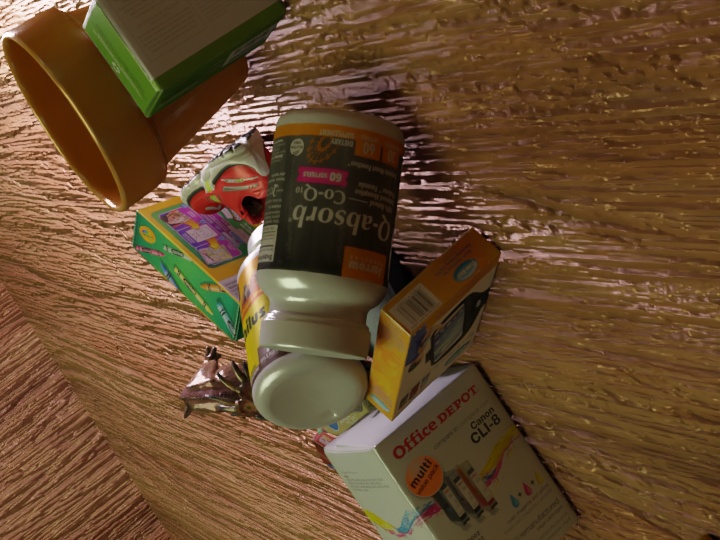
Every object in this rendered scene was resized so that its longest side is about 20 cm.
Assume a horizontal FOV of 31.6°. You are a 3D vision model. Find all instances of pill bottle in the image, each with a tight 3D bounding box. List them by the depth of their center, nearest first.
[{"bbox_3d":[-0.028,-0.029,1.089,0.116,0.116,0.202,-7,75,65],"label":"pill bottle"},{"bbox_3d":[-0.060,0.045,1.225,0.110,0.108,0.201,79,178,-47],"label":"pill bottle"}]

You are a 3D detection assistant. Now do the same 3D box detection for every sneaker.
[{"bbox_3d":[-0.138,-0.084,1.399,0.085,0.077,0.200,54,158,-3],"label":"sneaker"}]

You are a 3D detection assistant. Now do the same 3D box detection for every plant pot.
[{"bbox_3d":[-0.217,-0.191,1.249,0.200,0.183,0.201,46,161,21],"label":"plant pot"}]

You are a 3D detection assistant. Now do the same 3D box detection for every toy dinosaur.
[{"bbox_3d":[-0.149,0.134,1.435,0.199,0.136,0.086,-17,105,28],"label":"toy dinosaur"}]

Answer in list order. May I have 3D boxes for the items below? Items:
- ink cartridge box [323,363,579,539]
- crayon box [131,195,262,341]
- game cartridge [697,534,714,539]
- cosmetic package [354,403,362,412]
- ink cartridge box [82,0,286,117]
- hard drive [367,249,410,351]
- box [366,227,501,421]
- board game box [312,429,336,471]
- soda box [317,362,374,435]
[{"bbox_3d":[0.089,0.217,1.302,0.201,0.145,0.145,55,157,-6],"label":"ink cartridge box"},{"bbox_3d":[-0.158,-0.013,1.473,0.200,0.118,0.059,39,133,31],"label":"crayon box"},{"bbox_3d":[0.367,0.336,1.089,0.200,0.032,0.177,33,150,36],"label":"game cartridge"},{"bbox_3d":[-0.050,0.100,1.439,0.200,0.050,0.083,-160,70,-71],"label":"cosmetic package"},{"bbox_3d":[-0.185,-0.265,1.134,0.201,0.148,0.076,54,158,-2],"label":"ink cartridge box"},{"bbox_3d":[0.000,0.000,1.309,0.139,0.033,0.201,8,130,60],"label":"hard drive"},{"bbox_3d":[0.062,0.058,1.157,0.041,0.119,0.200,40,155,20],"label":"box"},{"bbox_3d":[0.033,0.267,1.569,0.199,0.019,0.103,29,161,19],"label":"board game box"},{"bbox_3d":[-0.005,0.153,1.500,0.068,0.064,0.200,58,158,-13],"label":"soda box"}]
